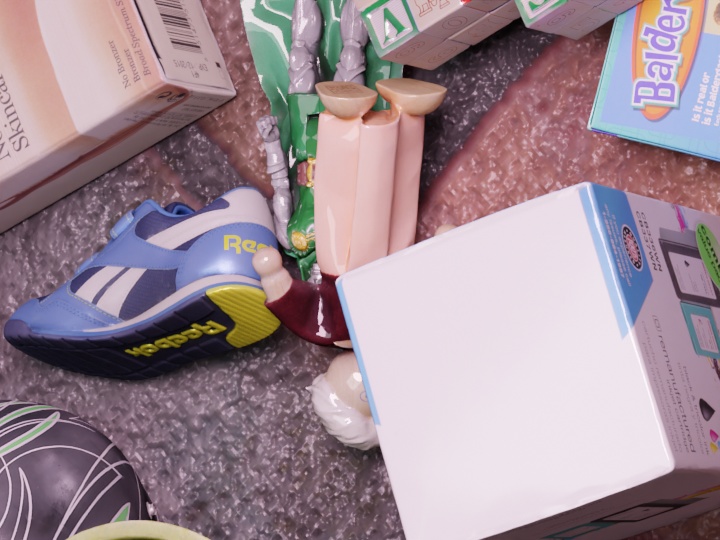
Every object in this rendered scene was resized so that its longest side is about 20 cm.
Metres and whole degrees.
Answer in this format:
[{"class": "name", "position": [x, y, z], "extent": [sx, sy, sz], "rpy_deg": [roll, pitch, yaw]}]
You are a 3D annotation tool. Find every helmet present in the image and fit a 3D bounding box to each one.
[{"class": "helmet", "position": [-0.209, 0.171, 1.691], "extent": [0.199, 0.200, 0.192], "rpy_deg": [20, 113, 27]}]

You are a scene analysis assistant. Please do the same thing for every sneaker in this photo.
[{"class": "sneaker", "position": [-0.120, 0.009, 1.708], "extent": [0.199, 0.074, 0.083], "rpy_deg": [-15, 61, 37]}]

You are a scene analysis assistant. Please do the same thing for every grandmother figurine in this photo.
[{"class": "grandmother figurine", "position": [0.000, 0.000, 1.630], "extent": [0.121, 0.061, 0.201], "rpy_deg": [-2, 106, -11]}]

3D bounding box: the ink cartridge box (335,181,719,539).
[{"class": "ink cartridge box", "position": [0.109, 0.055, 1.512], "extent": [0.145, 0.200, 0.147], "rpy_deg": [-21, 77, 24]}]

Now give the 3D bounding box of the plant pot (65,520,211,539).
[{"class": "plant pot", "position": [-0.068, 0.231, 1.601], "extent": [0.199, 0.190, 0.201], "rpy_deg": [-2, 86, 29]}]

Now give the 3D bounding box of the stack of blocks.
[{"class": "stack of blocks", "position": [0.090, -0.180, 1.570], "extent": [0.199, 0.058, 0.116], "rpy_deg": [-30, 72, 26]}]

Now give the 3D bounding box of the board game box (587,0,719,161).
[{"class": "board game box", "position": [0.228, -0.122, 1.546], "extent": [0.199, 0.045, 0.153], "rpy_deg": [17, 95, 28]}]

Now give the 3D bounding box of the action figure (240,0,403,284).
[{"class": "action figure", "position": [-0.018, -0.077, 1.673], "extent": [0.118, 0.055, 0.201], "rpy_deg": [0, 91, 25]}]

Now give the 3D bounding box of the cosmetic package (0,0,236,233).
[{"class": "cosmetic package", "position": [-0.185, -0.102, 1.742], "extent": [0.199, 0.087, 0.104], "rpy_deg": [-30, 75, 24]}]

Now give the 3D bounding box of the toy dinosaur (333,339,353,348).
[{"class": "toy dinosaur", "position": [0.051, 0.086, 1.588], "extent": [0.060, 0.106, 0.201], "rpy_deg": [-22, 114, 10]}]
